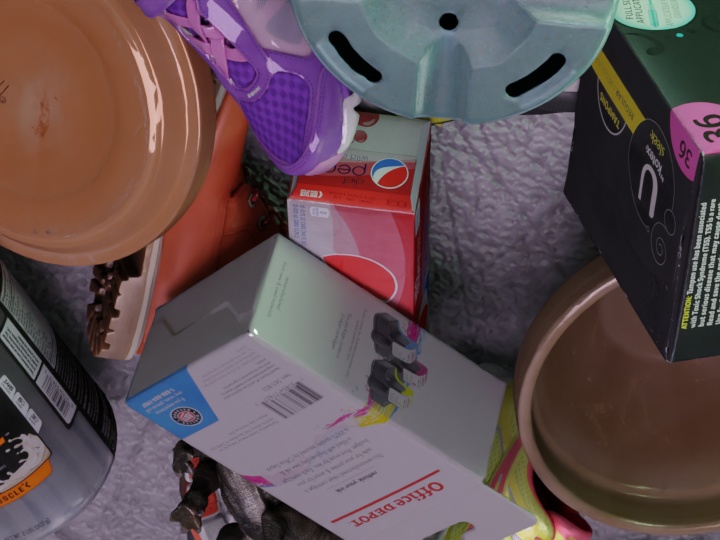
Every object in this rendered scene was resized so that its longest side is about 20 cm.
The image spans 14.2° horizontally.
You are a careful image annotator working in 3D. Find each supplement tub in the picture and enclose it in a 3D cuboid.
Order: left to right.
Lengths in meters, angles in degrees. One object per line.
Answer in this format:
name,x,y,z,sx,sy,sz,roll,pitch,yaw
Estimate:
supplement tub,-0.227,0.054,1.582,0.122,0.123,0.200,-16,136,18

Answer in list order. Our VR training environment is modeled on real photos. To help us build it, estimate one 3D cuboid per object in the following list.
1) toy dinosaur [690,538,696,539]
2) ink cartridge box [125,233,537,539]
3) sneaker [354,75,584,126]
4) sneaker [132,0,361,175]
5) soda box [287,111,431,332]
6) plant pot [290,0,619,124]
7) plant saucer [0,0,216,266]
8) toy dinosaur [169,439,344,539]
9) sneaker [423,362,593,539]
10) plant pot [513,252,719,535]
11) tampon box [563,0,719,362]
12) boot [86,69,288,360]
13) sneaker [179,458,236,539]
toy dinosaur,0.118,0.211,1.669,0.181,0.200,0.105,-14,112,-21
ink cartridge box,-0.007,0.075,1.525,0.200,0.068,0.115,34,141,-24
sneaker,0.037,-0.107,1.494,0.200,0.075,0.085,12,133,9
sneaker,-0.071,-0.135,1.412,0.080,0.088,0.200,-28,84,48
soda box,0.000,0.000,1.536,0.070,0.063,0.200,6,145,6
plant pot,0.049,-0.181,1.352,0.200,0.196,0.200,4,126,5
plant saucer,-0.168,-0.095,1.495,0.200,0.032,0.201,12,117,25
toy dinosaur,-0.059,0.110,1.601,0.077,0.102,0.200,-32,103,40
sneaker,0.081,0.155,1.605,0.090,0.078,0.200,10,90,25
plant pot,0.176,0.039,1.551,0.201,0.093,0.201,-5,128,-6
tampon box,0.221,-0.059,1.413,0.200,0.150,0.126,-7,128,-16
boot,-0.074,-0.036,1.561,0.107,0.075,0.200,7,126,-18
sneaker,-0.080,0.135,1.676,0.077,0.082,0.200,-9,106,-26
